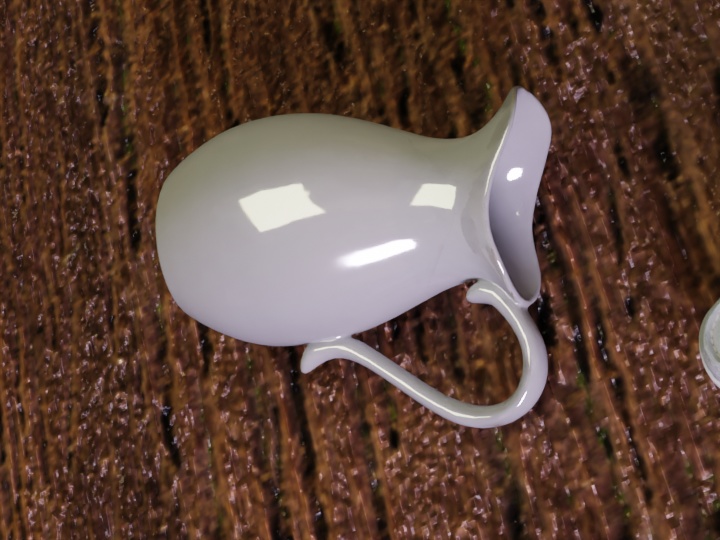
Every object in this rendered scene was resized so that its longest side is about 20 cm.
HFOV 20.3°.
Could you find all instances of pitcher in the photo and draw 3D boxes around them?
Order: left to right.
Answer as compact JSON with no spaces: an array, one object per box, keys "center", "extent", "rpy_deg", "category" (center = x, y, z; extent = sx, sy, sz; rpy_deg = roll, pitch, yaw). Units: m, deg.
[{"center":[0.000,0.000,1.044],"extent":[0.199,0.121,0.172],"rpy_deg":[-6,81,21],"category":"pitcher"}]

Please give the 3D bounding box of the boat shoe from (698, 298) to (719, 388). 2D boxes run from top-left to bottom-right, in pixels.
[{"center":[0.237,-0.005,0.899],"extent":[0.202,0.065,0.075],"rpy_deg":[-25,57,25],"category":"boat shoe"}]
